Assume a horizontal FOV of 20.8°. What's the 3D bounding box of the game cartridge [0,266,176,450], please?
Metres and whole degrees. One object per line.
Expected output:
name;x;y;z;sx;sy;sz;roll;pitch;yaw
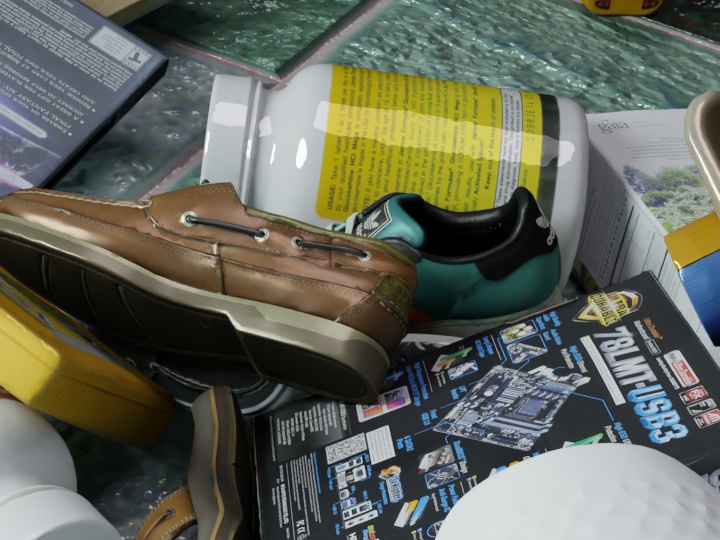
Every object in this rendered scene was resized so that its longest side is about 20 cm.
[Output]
game cartridge;-0.171;0.008;0.842;0.176;0.033;0.200;36;-5;11

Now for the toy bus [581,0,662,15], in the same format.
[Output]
toy bus;0.174;-0.246;1.413;0.064;0.079;0.201;-2;35;-18

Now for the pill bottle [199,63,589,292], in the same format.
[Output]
pill bottle;0.015;-0.049;1.047;0.198;0.113;0.113;8;33;-4

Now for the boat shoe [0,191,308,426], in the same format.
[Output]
boat shoe;-0.108;0.017;0.947;0.199;0.069;0.056;27;1;34

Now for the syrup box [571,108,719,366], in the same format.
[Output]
syrup box;0.177;-0.003;1.050;0.078;0.082;0.200;-3;35;-22

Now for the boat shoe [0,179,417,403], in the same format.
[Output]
boat shoe;-0.071;-0.003;0.880;0.198;0.072;0.068;19;67;10

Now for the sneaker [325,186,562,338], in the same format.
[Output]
sneaker;0.000;0.000;0.974;0.198;0.080;0.072;-9;34;-1

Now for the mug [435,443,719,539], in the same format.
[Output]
mug;0.064;0.164;0.635;0.199;0.148;0.176;-27;51;19

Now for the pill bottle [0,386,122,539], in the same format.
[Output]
pill bottle;-0.189;0.082;0.798;0.112;0.113;0.200;-22;45;-39

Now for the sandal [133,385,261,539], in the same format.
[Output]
sandal;-0.070;0.119;0.812;0.054;0.082;0.201;-11;34;3

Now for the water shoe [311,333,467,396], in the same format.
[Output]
water shoe;0.076;0.069;0.947;0.198;0.072;0.079;4;0;3

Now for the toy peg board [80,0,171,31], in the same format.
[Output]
toy peg board;-0.216;-0.197;1.247;0.199;0.098;0.200;39;42;13

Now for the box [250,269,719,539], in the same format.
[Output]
box;0.056;0.082;0.808;0.197;0.050;0.200;-20;19;1

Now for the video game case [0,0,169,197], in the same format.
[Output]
video game case;-0.217;-0.093;1.070;0.142;0.019;0.200;32;52;8

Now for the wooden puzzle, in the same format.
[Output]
wooden puzzle;0.181;0.047;0.841;0.046;0.185;0.201;-22;64;13
